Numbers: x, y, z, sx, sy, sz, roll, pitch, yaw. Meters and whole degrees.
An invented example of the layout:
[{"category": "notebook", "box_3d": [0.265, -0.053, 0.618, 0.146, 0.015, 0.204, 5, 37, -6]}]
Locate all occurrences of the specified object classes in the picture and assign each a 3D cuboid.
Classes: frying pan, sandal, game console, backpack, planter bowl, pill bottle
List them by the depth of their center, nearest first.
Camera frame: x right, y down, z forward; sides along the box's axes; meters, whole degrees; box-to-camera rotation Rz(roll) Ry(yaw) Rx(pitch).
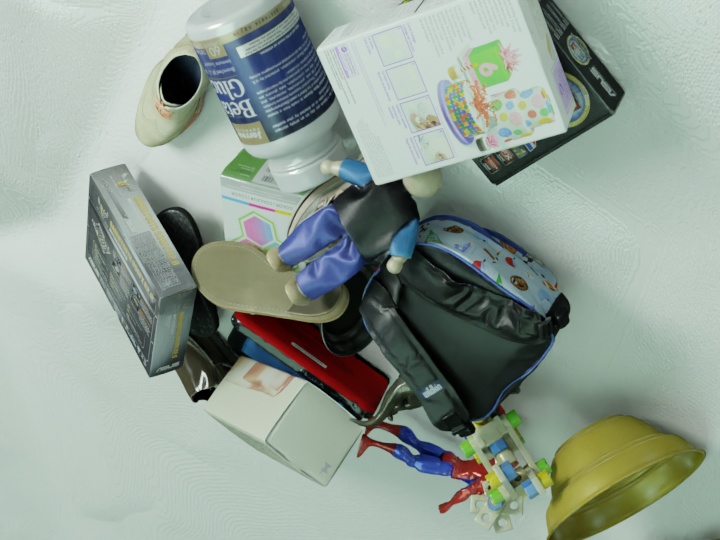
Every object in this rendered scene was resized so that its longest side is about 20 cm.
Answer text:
[{"category": "pill bottle", "box_3d": [-0.088, -0.184, 1.350, 0.110, 0.111, 0.201, -7, 121, 34]}, {"category": "backpack", "box_3d": [0.104, 0.037, 1.391, 0.190, 0.154, 0.200, 36, 122, -4]}, {"category": "planter bowl", "box_3d": [0.271, 0.216, 1.455, 0.084, 0.199, 0.201, 62, 141, 25]}, {"category": "frying pan", "box_3d": [-0.012, 0.010, 1.469, 0.031, 0.115, 0.191, 24, 136, 38]}, {"category": "sandal", "box_3d": [-0.094, 0.028, 1.471, 0.210, 0.078, 0.070, 13, 159, 34]}, {"category": "game console", "box_3d": [-0.078, 0.127, 1.600, 0.199, 0.172, 0.119, 34, 109, 0]}, {"category": "sandal", "box_3d": [-0.209, -0.004, 1.619, 0.074, 0.045, 0.201, 14, 137, 22]}]

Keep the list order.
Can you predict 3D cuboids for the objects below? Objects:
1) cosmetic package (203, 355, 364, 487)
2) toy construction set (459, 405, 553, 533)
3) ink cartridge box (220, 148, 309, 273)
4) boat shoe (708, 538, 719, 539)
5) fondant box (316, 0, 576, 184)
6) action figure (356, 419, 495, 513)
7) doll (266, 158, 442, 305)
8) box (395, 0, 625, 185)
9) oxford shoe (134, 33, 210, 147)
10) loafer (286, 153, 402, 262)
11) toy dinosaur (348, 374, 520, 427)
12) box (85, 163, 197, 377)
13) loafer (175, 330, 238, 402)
[{"category": "cosmetic package", "box_3d": [-0.093, 0.174, 1.567, 0.103, 0.088, 0.200, 42, 167, -25]}, {"category": "toy construction set", "box_3d": [0.160, 0.218, 1.488, 0.132, 0.092, 0.200, 57, 166, 21]}, {"category": "ink cartridge box", "box_3d": [-0.097, -0.032, 1.516, 0.103, 0.059, 0.201, 16, 132, 17]}, {"category": "boat shoe", "box_3d": [0.410, 0.340, 1.519, 0.198, 0.076, 0.074, -1, 120, 21]}, {"category": "fondant box", "box_3d": [0.079, -0.176, 1.215, 0.198, 0.058, 0.145, -13, 114, 28]}, {"category": "action figure", "box_3d": [0.093, 0.251, 1.619, 0.198, 0.065, 0.100, 16, 128, 6]}, {"category": "doll", "box_3d": [-0.004, -0.051, 1.333, 0.199, 0.048, 0.137, -34, 80, 21]}, {"category": "box", "box_3d": [0.128, -0.197, 1.262, 0.200, 0.044, 0.160, 49, 134, -12]}, {"category": "oxford shoe", "box_3d": [-0.207, -0.194, 1.439, 0.071, 0.074, 0.200, 38, 135, -3]}, {"category": "loafer", "box_3d": [-0.007, -0.069, 1.390, 0.072, 0.063, 0.200, 34, 120, -28]}, {"category": "toy dinosaur", "box_3d": [0.078, 0.124, 1.499, 0.198, 0.078, 0.103, -5, 151, -18]}, {"category": "box", "box_3d": [-0.263, 0.000, 1.569, 0.201, 0.048, 0.159, 55, 148, 28]}, {"category": "loafer", "box_3d": [-0.199, 0.128, 1.697, 0.200, 0.071, 0.073, 39, 135, -4]}]
